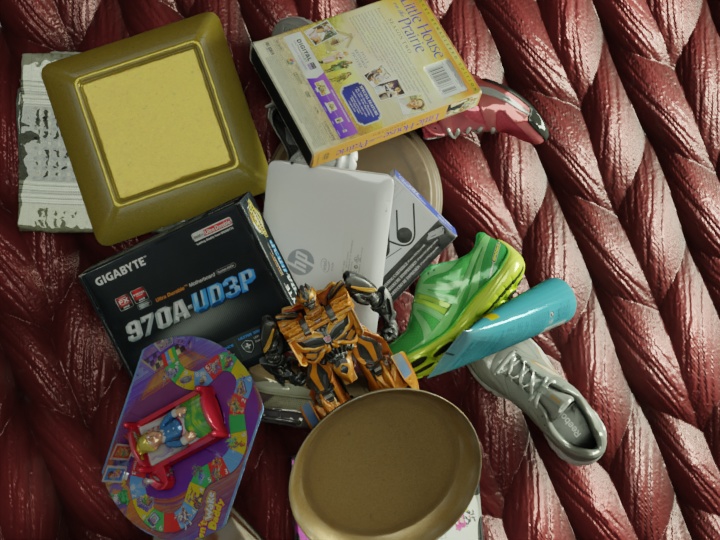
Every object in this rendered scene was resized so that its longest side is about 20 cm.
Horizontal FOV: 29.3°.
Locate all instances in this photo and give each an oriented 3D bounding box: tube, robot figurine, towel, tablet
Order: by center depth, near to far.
[{"bbox_3d":[-0.013,0.097,1.358,0.144,0.058,0.201,-29,122,0],"label":"robot figurine"},{"bbox_3d":[-0.040,-0.008,1.400,0.128,0.014,0.203,8,108,2],"label":"tablet"},{"bbox_3d":[0.149,0.059,1.423,0.050,0.078,0.199,45,41,21],"label":"tube"},{"bbox_3d":[-0.268,-0.136,1.467,0.197,0.035,0.196,2,89,-8],"label":"towel"}]

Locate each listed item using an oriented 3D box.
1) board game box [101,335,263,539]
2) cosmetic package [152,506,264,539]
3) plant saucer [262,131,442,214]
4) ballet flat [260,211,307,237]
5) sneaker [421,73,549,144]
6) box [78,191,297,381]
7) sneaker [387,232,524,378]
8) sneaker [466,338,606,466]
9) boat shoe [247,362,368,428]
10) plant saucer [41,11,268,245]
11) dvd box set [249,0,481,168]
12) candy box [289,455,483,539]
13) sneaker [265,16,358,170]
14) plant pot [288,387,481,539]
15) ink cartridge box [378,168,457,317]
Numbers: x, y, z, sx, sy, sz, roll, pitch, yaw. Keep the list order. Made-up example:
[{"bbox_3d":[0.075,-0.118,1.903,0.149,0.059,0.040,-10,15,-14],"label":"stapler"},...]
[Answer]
[{"bbox_3d":[-0.185,0.165,1.354,0.156,0.039,0.203,20,92,26],"label":"board game box"},{"bbox_3d":[-0.124,0.305,1.352,0.087,0.200,0.104,-42,115,-6],"label":"cosmetic package"},{"bbox_3d":[-0.007,-0.080,1.485,0.197,0.029,0.203,0,87,-5],"label":"plant saucer"},{"bbox_3d":[-0.134,-0.021,1.448,0.198,0.069,0.070,-20,88,12],"label":"ballet flat"},{"bbox_3d":[0.106,-0.171,1.488,0.198,0.074,0.088,27,91,4],"label":"sneaker"},{"bbox_3d":[-0.165,0.033,1.403,0.198,0.046,0.160,-22,101,18],"label":"box"},{"bbox_3d":[0.084,0.041,1.450,0.200,0.074,0.084,-42,67,-6],"label":"sneaker"},{"bbox_3d":[0.190,0.124,1.455,0.200,0.092,0.076,42,85,4],"label":"sneaker"},{"bbox_3d":[-0.032,0.145,1.451,0.197,0.072,0.066,13,109,-17],"label":"boat shoe"},{"bbox_3d":[-0.211,-0.151,1.433,0.198,0.048,0.202,-19,91,-7],"label":"plant saucer"},{"bbox_3d":[0.005,-0.200,1.406,0.198,0.029,0.147,-22,68,-20],"label":"dvd box set"},{"bbox_3d":[0.027,0.256,1.449,0.197,0.061,0.139,-3,86,-5],"label":"candy box"},{"bbox_3d":[-0.063,-0.184,1.431,0.081,0.075,0.202,0,58,-33],"label":"sneaker"},{"bbox_3d":[0.023,0.200,1.371,0.197,0.028,0.203,-6,116,-13],"label":"plant pot"},{"bbox_3d":[0.000,0.000,1.442,0.094,0.044,0.200,43,100,-9],"label":"ink cartridge box"}]
